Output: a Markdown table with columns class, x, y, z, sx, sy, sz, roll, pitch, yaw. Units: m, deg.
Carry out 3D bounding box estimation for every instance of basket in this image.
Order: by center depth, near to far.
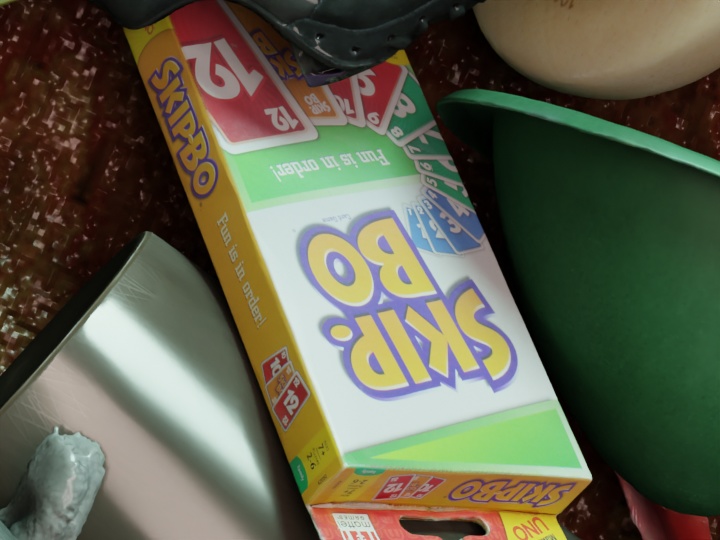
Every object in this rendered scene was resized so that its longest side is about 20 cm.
| class | x | y | z | sx | sy | sz | roll | pitch | yaw |
| --- | --- | --- | --- | --- | --- | --- | --- | --- | --- |
| basket | -0.029 | 0.096 | 0.900 | 0.200 | 0.136 | 0.180 | 42 | 44 | -8 |

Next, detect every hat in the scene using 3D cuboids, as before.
| class | x | y | z | sx | sy | sz | roll | pitch | yaw |
| --- | --- | --- | --- | --- | --- | --- | --- | --- | --- |
| hat | 0.084 | 0.062 | 0.926 | 0.200 | 0.166 | 0.176 | 23 | 86 | -11 |

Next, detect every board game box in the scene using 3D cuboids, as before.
| class | x | y | z | sx | sy | sz | roll | pitch | yaw |
| --- | --- | --- | --- | --- | --- | --- | --- | --- | --- |
| board game box | 0.000 | 0.000 | 0.897 | 0.095 | 0.030 | 0.200 | 5 | 52 | -38 |

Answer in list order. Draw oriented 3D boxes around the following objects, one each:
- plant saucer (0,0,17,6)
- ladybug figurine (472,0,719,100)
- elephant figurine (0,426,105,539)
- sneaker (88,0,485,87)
| class | x | y | z | sx | sy | sz | roll | pitch | yaw |
| --- | --- | --- | --- | --- | --- | --- | --- | --- | --- |
| plant saucer | -0.103 | -0.189 | 0.926 | 0.200 | 0.048 | 0.200 | -19 | 95 | -17 |
| ladybug figurine | 0.114 | -0.139 | 0.965 | 0.200 | 0.136 | 0.072 | -58 | 141 | -4 |
| elephant figurine | -0.200 | 0.098 | 0.805 | 0.200 | 0.155 | 0.142 | 22 | 119 | 12 |
| sneaker | 0.014 | -0.095 | 0.894 | 0.199 | 0.076 | 0.088 | 8 | 91 | 2 |
